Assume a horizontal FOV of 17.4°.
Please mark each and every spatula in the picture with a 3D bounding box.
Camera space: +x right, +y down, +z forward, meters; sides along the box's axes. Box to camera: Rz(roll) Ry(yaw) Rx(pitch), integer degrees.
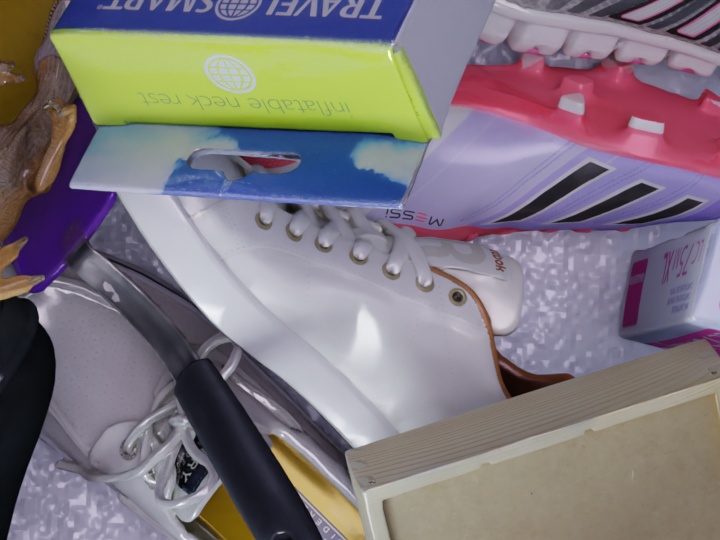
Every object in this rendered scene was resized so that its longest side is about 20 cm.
[{"bbox_3d":[-0.067,0.021,0.764,0.057,0.021,0.200,-49,64,23],"label":"spatula"}]

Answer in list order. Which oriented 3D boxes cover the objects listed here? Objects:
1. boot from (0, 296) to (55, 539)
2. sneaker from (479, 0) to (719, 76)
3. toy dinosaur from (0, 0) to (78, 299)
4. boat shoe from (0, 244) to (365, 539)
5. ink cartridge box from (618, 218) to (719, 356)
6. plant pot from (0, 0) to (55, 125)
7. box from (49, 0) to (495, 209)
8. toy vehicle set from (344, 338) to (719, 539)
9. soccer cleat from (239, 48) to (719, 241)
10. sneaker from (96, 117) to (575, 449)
[{"bbox_3d":[-0.114,0.123,0.768,0.162,0.073,0.198,35,94,-20],"label":"boot"},{"bbox_3d":[0.126,-0.116,0.809,0.200,0.087,0.074,4,57,-6],"label":"sneaker"},{"bbox_3d":[-0.138,-0.004,0.744,0.060,0.106,0.200,44,74,-7],"label":"toy dinosaur"},{"bbox_3d":[-0.054,0.062,0.796,0.202,0.086,0.075,43,84,-2],"label":"boat shoe"},{"bbox_3d":[0.197,0.028,0.802,0.200,0.119,0.042,12,85,-4],"label":"ink cartridge box"},{"bbox_3d":[-0.177,-0.134,0.759,0.142,0.200,0.200,41,84,20],"label":"plant pot"},{"bbox_3d":[-0.010,-0.110,0.740,0.122,0.048,0.200,4,51,27],"label":"box"},{"bbox_3d":[0.076,0.131,0.788,0.124,0.027,0.200,-16,117,-6],"label":"toy vehicle set"},{"bbox_3d":[0.047,-0.037,0.830,0.200,0.067,0.077,9,117,-10],"label":"soccer cleat"},{"bbox_3d":[0.000,0.000,0.788,0.085,0.073,0.200,-39,117,13],"label":"sneaker"}]
